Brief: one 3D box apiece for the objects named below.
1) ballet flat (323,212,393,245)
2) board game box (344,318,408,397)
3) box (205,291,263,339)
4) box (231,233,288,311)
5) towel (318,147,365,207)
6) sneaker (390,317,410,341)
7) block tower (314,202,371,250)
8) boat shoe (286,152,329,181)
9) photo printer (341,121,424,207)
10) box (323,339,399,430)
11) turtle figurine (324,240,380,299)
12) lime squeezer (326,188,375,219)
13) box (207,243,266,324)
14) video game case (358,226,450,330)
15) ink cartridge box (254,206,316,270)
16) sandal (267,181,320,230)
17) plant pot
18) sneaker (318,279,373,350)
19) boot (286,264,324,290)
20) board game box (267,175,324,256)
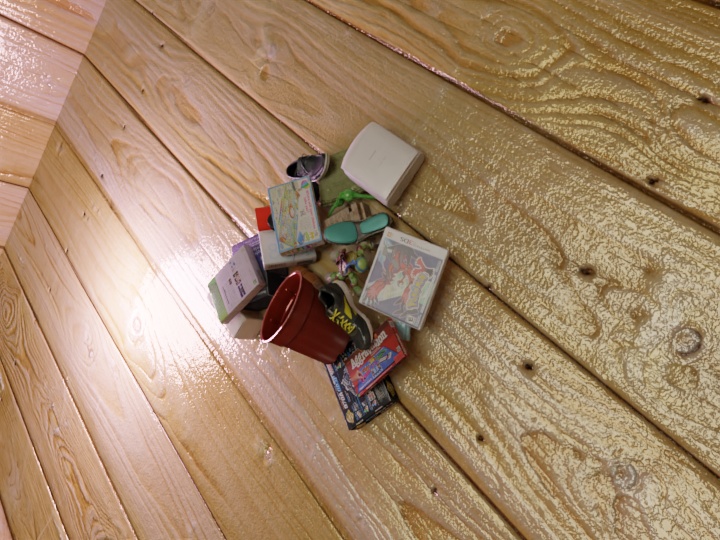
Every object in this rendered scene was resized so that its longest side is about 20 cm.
[{"bbox_3d":[0.000,-0.105,1.544,0.194,0.075,0.070,-14,75,14],"label":"ballet flat"},{"bbox_3d":[0.036,0.220,1.424,0.200,0.019,0.105,-48,55,35],"label":"board game box"},{"bbox_3d":[-0.396,0.123,1.807,0.200,0.094,0.079,44,107,32],"label":"box"},{"bbox_3d":[-0.305,0.006,1.751,0.145,0.103,0.207,-21,70,31],"label":"box"},{"bbox_3d":[-0.047,-0.275,1.648,0.196,0.036,0.154,-16,72,35],"label":"towel"},{"bbox_3d":[0.140,0.081,1.436,0.080,0.074,0.205,27,94,6],"label":"sneaker"},{"bbox_3d":[-0.060,-0.125,1.620,0.197,0.053,0.060,-28,66,30],"label":"block tower"},{"bbox_3d":[-0.156,-0.303,1.688,0.197,0.061,0.078,-4,78,53],"label":"boat shoe"},{"bbox_3d":[0.051,-0.291,1.528,0.199,0.069,0.168,39,94,25],"label":"photo printer"},{"bbox_3d":[-0.002,0.290,1.507,0.158,0.045,0.204,-39,61,26],"label":"box"},{"bbox_3d":[0.000,0.000,1.541,0.192,0.196,0.149,-1,104,56],"label":"turtle figurine"},{"bbox_3d":[-0.039,-0.196,1.607,0.196,0.070,0.039,-19,65,33],"label":"lime squeezer"},{"bbox_3d":[-0.374,0.042,1.711,0.199,0.036,0.147,-41,60,23],"label":"box"},{"bbox_3d":[0.105,0.017,1.400,0.178,0.023,0.206,21,92,26],"label":"video game case"},{"bbox_3d":[-0.223,-0.112,1.685,0.047,0.154,0.206,114,145,-67],"label":"ink cartridge box"},{"bbox_3d":[-0.192,-0.195,1.681,0.075,0.048,0.200,38,70,21],"label":"sandal"},{"bbox_3d":[-0.133,0.139,1.514,0.201,0.192,0.204,-45,27,30],"label":"plant pot"},{"bbox_3d":[-0.043,0.118,1.433,0.075,0.083,0.202,-51,62,34],"label":"sneaker"},{"bbox_3d":[-0.185,0.094,1.667,0.154,0.073,0.202,41,95,33],"label":"boot"},{"bbox_3d":[-0.185,-0.156,1.630,0.130,0.034,0.206,-15,72,6],"label":"board game box"}]
